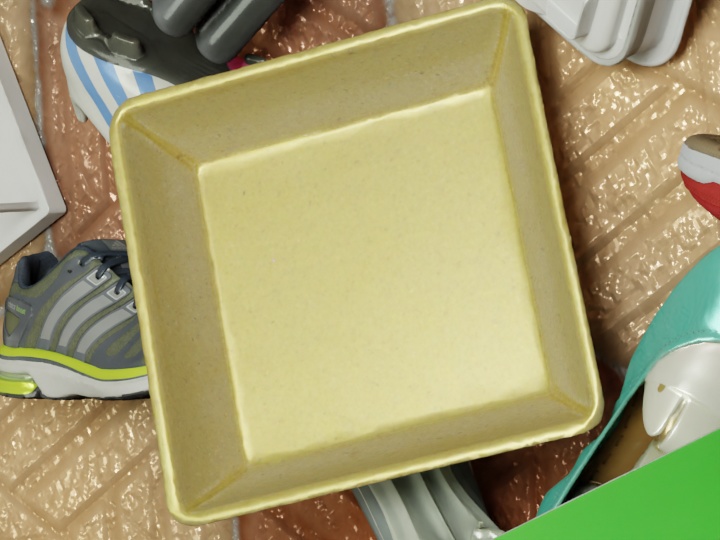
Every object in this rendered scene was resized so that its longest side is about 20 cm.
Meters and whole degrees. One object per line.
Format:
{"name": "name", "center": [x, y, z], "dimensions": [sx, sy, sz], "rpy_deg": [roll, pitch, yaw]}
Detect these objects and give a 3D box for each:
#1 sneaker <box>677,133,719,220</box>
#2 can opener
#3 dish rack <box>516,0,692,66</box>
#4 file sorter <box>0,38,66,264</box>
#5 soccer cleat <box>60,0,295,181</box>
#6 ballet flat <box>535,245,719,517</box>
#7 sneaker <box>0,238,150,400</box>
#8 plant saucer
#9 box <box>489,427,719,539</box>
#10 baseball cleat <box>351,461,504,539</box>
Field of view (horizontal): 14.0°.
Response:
{"name": "sneaker", "center": [0.200, 0.027, 1.161], "dimensions": [0.200, 0.071, 0.113], "rpy_deg": [28, 111, 26]}
{"name": "can opener", "center": [-0.023, -0.188, 1.367], "dimensions": [0.200, 0.053, 0.067], "rpy_deg": [-47, 30, 24]}
{"name": "dish rack", "center": [0.080, -0.189, 1.230], "dimensions": [0.172, 0.043, 0.200], "rpy_deg": [45, 146, 26]}
{"name": "file sorter", "center": [-0.283, -0.045, 1.575], "dimensions": [0.200, 0.124, 0.139], "rpy_deg": [-35, 70, 39]}
{"name": "soccer cleat", "center": [-0.069, -0.065, 1.426], "dimensions": [0.200, 0.070, 0.087], "rpy_deg": [37, 142, 30]}
{"name": "ballet flat", "center": [0.131, 0.077, 1.237], "dimensions": [0.067, 0.070, 0.200], "rpy_deg": [27, 120, -5]}
{"name": "sneaker", "center": [-0.116, 0.024, 1.465], "dimensions": [0.200, 0.074, 0.081], "rpy_deg": [-3, 89, 41]}
{"name": "plant saucer", "center": [0.000, 0.000, 1.302], "dimensions": [0.199, 0.048, 0.201], "rpy_deg": [-14, 74, 14]}
{"name": "box", "center": [0.099, 0.168, 1.155], "dimensions": [0.097, 0.200, 0.177], "rpy_deg": [50, 148, 29]}
{"name": "baseball cleat", "center": [0.021, 0.109, 1.346], "dimensions": [0.107, 0.069, 0.200], "rpy_deg": [95, 160, -50]}
